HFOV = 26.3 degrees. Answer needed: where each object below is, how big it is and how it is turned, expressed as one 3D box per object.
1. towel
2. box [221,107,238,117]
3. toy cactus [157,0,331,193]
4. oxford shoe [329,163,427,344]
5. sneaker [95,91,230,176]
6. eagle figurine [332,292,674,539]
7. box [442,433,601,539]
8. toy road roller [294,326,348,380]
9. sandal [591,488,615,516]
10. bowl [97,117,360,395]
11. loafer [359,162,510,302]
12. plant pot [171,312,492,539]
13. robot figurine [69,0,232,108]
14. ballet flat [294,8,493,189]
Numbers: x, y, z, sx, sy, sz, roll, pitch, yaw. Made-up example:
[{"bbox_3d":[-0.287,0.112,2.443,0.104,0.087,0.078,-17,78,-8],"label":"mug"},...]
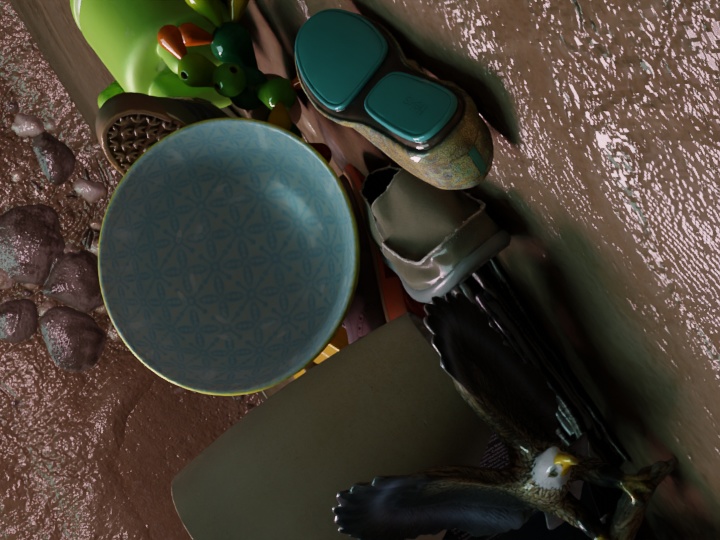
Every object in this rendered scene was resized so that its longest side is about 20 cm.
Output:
[{"bbox_3d":[0.111,0.078,1.164,0.194,0.034,0.200,56,169,2],"label":"towel"},{"bbox_3d":[-0.131,-0.096,1.601,0.200,0.077,0.096,45,164,46],"label":"box"},{"bbox_3d":[-0.080,-0.152,1.245,0.201,0.102,0.165,51,-173,13],"label":"toy cactus"},{"bbox_3d":[0.000,0.000,1.191,0.071,0.072,0.201,45,-158,-45],"label":"oxford shoe"},{"bbox_3d":[-0.145,-0.104,1.230,0.199,0.067,0.090,29,-154,-48],"label":"sneaker"},{"bbox_3d":[0.095,0.121,0.985,0.198,0.153,0.152,24,132,-4],"label":"eagle figurine"},{"bbox_3d":[0.114,0.230,1.205,0.200,0.117,0.198,34,150,63],"label":"box"},{"bbox_3d":[-0.005,0.034,1.298,0.199,0.146,0.123,35,154,13],"label":"toy road roller"},{"bbox_3d":[0.205,0.257,1.249,0.076,0.043,0.201,38,159,57],"label":"sandal"},{"bbox_3d":[-0.088,-0.008,1.165,0.201,0.199,0.108,54,-173,9],"label":"bowl"},{"bbox_3d":[0.038,-0.032,1.053,0.070,0.075,0.200,54,170,-16],"label":"loafer"},{"bbox_3d":[0.000,0.134,1.076,0.187,0.200,0.187,40,-173,-6],"label":"plant pot"},{"bbox_3d":[-0.183,-0.221,1.362,0.200,0.115,0.177,51,141,33],"label":"robot figurine"},{"bbox_3d":[0.020,-0.104,0.969,0.200,0.070,0.071,43,163,51],"label":"ballet flat"}]
